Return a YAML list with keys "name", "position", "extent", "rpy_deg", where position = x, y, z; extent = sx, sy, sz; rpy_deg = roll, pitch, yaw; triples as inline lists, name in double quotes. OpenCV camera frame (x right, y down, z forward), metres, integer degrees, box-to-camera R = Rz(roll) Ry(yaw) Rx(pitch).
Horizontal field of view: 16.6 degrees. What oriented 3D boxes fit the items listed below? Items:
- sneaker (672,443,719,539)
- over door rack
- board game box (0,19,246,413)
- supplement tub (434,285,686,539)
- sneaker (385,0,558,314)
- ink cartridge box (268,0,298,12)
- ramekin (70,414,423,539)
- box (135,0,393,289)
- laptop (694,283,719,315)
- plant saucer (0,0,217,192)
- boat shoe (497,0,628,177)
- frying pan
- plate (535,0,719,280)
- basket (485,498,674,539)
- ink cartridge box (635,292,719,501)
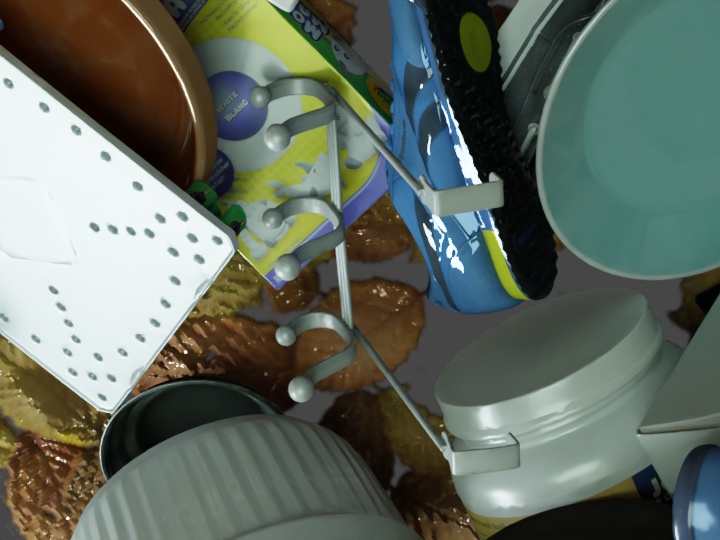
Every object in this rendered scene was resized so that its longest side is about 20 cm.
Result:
- name: "sneaker"
  position: [0.214, 0.153, 1.150]
  extent: [0.082, 0.074, 0.200]
  rpy_deg: [-12, 127, 41]
- name: "over door rack"
  position: [0.000, 0.000, 1.208]
  extent: [0.066, 0.200, 0.149]
  rpy_deg: [-16, 116, -24]
- name: "board game box"
  position: [-0.172, -0.034, 1.301]
  extent: [0.200, 0.026, 0.200]
  rpy_deg: [38, 141, -2]
- name: "supplement tub"
  position: [0.133, 0.124, 1.304]
  extent: [0.144, 0.145, 0.201]
  rpy_deg: [-21, 107, 17]
- name: "sneaker"
  position: [0.035, -0.071, 1.228]
  extent: [0.078, 0.066, 0.201]
  rpy_deg: [-6, 108, 35]
- name: "ink cartridge box"
  position: [-0.004, -0.237, 1.198]
  extent: [0.067, 0.117, 0.201]
  rpy_deg: [31, 112, -4]
- name: "ramekin"
  position: [-0.065, 0.168, 1.335]
  extent: [0.199, 0.105, 0.201]
  rpy_deg: [-17, 144, -13]
- name: "box"
  position: [-0.071, -0.101, 1.302]
  extent: [0.200, 0.048, 0.117]
  rpy_deg: [45, 113, -8]
- name: "laptop"
  position: [0.316, 0.014, 1.303]
  extent: [0.200, 0.103, 0.177]
  rpy_deg: [-44, 101, -4]
- name: "plant saucer"
  position: [-0.159, -0.103, 1.268]
  extent: [0.199, 0.032, 0.201]
  rpy_deg: [20, 138, 20]
- name: "boat shoe"
  position: [0.110, -0.117, 1.245]
  extent: [0.068, 0.072, 0.200]
  rpy_deg: [40, 116, 9]
- name: "frying pan"
  position: [-0.082, 0.130, 1.404]
  extent: [0.114, 0.031, 0.191]
  rpy_deg: [-7, 129, 6]
- name: "plate"
  position: [0.172, -0.085, 1.239]
  extent: [0.199, 0.026, 0.201]
  rpy_deg: [-14, 129, -18]
- name: "basket"
  position: [0.124, 0.225, 1.200]
  extent: [0.179, 0.136, 0.201]
  rpy_deg: [-8, 107, 21]
- name: "ink cartridge box"
  position: [0.239, 0.109, 1.255]
  extent: [0.083, 0.144, 0.201]
  rpy_deg: [-10, 120, 40]
